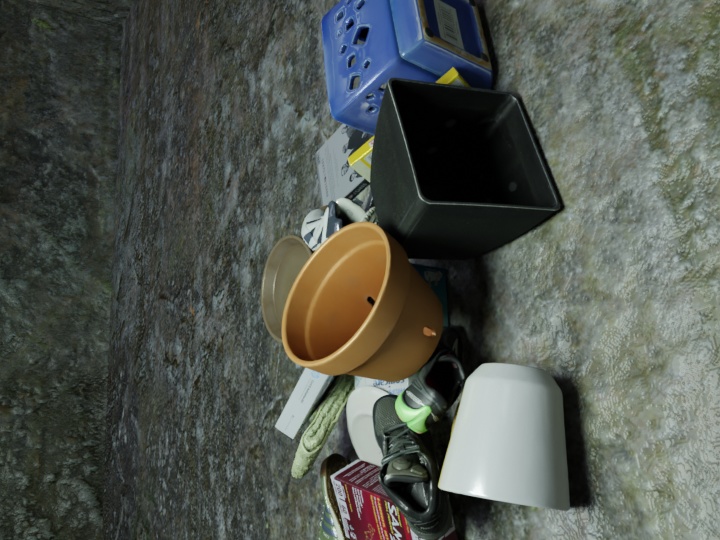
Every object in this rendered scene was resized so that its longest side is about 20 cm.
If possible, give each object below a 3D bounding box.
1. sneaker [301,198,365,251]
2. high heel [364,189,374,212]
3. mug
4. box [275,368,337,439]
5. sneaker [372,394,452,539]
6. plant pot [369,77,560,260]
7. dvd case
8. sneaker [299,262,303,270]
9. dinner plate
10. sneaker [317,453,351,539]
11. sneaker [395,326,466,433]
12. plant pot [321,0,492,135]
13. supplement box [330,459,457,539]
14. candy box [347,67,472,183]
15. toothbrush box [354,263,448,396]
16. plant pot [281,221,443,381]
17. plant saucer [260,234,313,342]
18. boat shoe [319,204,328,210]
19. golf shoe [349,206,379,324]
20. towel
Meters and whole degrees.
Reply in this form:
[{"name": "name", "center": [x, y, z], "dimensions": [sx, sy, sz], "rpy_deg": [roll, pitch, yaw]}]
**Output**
[{"name": "sneaker", "center": [-0.035, -0.077, 1.155], "dimensions": [0.130, 0.079, 0.199], "rpy_deg": [-58, 20, 26]}, {"name": "high heel", "center": [0.047, -0.061, 1.142], "dimensions": [0.200, 0.071, 0.143], "rpy_deg": [-138, 60, -63]}, {"name": "mug", "center": [0.161, 0.193, 0.838], "dimensions": [0.186, 0.149, 0.154], "rpy_deg": [-2, 73, 39]}, {"name": "box", "center": [-0.054, 0.163, 1.156], "dimensions": [0.041, 0.200, 0.156], "rpy_deg": [33, 121, 9]}, {"name": "sneaker", "center": [0.058, 0.232, 0.896], "dimensions": [0.114, 0.076, 0.200], "rpy_deg": [67, -175, -52]}, {"name": "plant pot", "center": [0.113, -0.116, 0.950], "dimensions": [0.177, 0.200, 0.200], "rpy_deg": [124, 141, -51]}, {"name": "dvd case", "center": [-0.022, -0.210, 1.328], "dimensions": [0.200, 0.025, 0.151], "rpy_deg": [-37, 54, 49]}, {"name": "sneaker", "center": [-0.097, 0.059, 1.333], "dimensions": [0.130, 0.079, 0.199], "rpy_deg": [-47, 55, 31]}, {"name": "dinner plate", "center": [0.039, 0.267, 1.042], "dimensions": [0.200, 0.024, 0.201], "rpy_deg": [30, 133, 37]}, {"name": "sneaker", "center": [-0.045, 0.421, 1.181], "dimensions": [0.090, 0.067, 0.200], "rpy_deg": [-44, 51, 37]}, {"name": "sneaker", "center": [0.112, 0.138, 0.934], "dimensions": [0.084, 0.077, 0.200], "rpy_deg": [-39, 11, 32]}, {"name": "plant pot", "center": [0.075, -0.323, 1.046], "dimensions": [0.180, 0.200, 0.200], "rpy_deg": [-31, 57, 44]}, {"name": "supplement box", "center": [0.048, 0.353, 1.007], "dimensions": [0.200, 0.061, 0.109], "rpy_deg": [0, 107, 51]}, {"name": "candy box", "center": [0.087, -0.194, 1.016], "dimensions": [0.200, 0.102, 0.026], "rpy_deg": [-38, 47, 19]}, {"name": "toothbrush box", "center": [0.060, 0.103, 1.072], "dimensions": [0.146, 0.085, 0.200], "rpy_deg": [-20, 68, 55]}, {"name": "plant pot", "center": [0.014, 0.056, 0.912], "dimensions": [0.200, 0.140, 0.200], "rpy_deg": [-33, 41, 34]}, {"name": "plant saucer", "center": [-0.127, 0.034, 1.292], "dimensions": [0.200, 0.029, 0.201], "rpy_deg": [-13, 74, 53]}, {"name": "boat shoe", "center": [-0.030, -0.028, 1.273], "dimensions": [0.065, 0.071, 0.200], "rpy_deg": [82, 174, -57]}, {"name": "golf shoe", "center": [0.000, 0.000, 1.044], "dimensions": [0.097, 0.078, 0.200], "rpy_deg": [17, 96, 64]}, {"name": "towel", "center": [-0.053, 0.238, 1.151], "dimensions": [0.200, 0.036, 0.148], "rpy_deg": [-59, -5, -36]}]
